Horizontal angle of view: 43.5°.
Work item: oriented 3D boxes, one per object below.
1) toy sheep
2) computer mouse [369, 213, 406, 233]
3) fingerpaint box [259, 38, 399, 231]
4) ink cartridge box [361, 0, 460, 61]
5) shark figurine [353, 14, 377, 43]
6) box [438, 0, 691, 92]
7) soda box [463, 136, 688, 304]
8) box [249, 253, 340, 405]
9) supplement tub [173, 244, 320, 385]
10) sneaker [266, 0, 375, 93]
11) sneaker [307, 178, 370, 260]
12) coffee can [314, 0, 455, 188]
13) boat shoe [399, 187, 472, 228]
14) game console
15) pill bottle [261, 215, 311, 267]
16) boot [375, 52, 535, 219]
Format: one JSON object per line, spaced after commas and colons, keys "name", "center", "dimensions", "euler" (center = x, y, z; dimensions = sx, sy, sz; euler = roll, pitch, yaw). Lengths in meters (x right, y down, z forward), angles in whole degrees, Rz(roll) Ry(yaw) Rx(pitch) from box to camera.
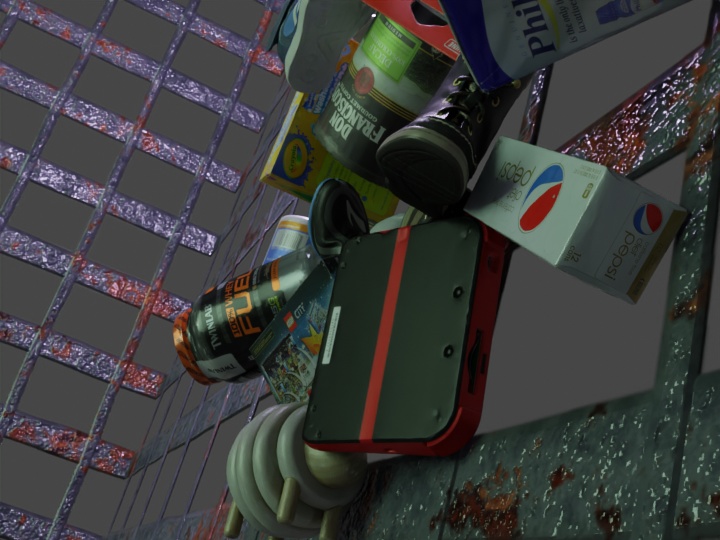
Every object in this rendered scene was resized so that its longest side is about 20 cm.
{"name": "toy sheep", "center": [-0.066, 0.191, 0.850], "dimensions": [0.200, 0.138, 0.138], "euler": [-25, 41, 43]}
{"name": "computer mouse", "center": [0.039, -0.029, 0.987], "dimensions": [0.110, 0.044, 0.200], "euler": [-71, 15, -13]}
{"name": "fingerpaint box", "center": [-0.011, -0.173, 1.144], "dimensions": [0.200, 0.167, 0.073], "euler": [-69, 15, -9]}
{"name": "ink cartridge box", "center": [0.104, -0.295, 0.855], "dimensions": [0.174, 0.044, 0.200], "euler": [-40, 50, -6]}
{"name": "shark figurine", "center": [0.084, -0.330, 1.169], "dimensions": [0.214, 0.128, 0.090], "euler": [-23, -6, 0]}
{"name": "box", "center": [0.148, -0.241, 0.642], "dimensions": [0.200, 0.105, 0.184], "euler": [-22, 30, 13]}
{"name": "soda box", "center": [0.138, -0.042, 0.625], "dimensions": [0.068, 0.064, 0.200], "euler": [-63, 14, 8]}
{"name": "box", "center": [-0.034, 0.090, 0.912], "dimensions": [0.137, 0.038, 0.200], "euler": [61, 141, 16]}
{"name": "supplement tub", "center": [-0.114, 0.059, 1.076], "dimensions": [0.200, 0.123, 0.123], "euler": [-24, 30, 16]}
{"name": "sneaker", "center": [-0.041, -0.317, 1.030], "dimensions": [0.200, 0.080, 0.147], "euler": [-57, 31, 39]}
{"name": "sneaker", "center": [0.000, 0.000, 0.933], "dimensions": [0.083, 0.071, 0.200], "euler": [-14, 87, 58]}
{"name": "coffee can", "center": [0.058, -0.208, 0.997], "dimensions": [0.200, 0.146, 0.146], "euler": [-58, 17, 27]}
{"name": "boat shoe", "center": [0.058, 0.003, 0.814], "dimensions": [0.073, 0.074, 0.200], "euler": [-42, 29, 57]}
{"name": "game console", "center": [0.034, 0.053, 0.752], "dimensions": [0.177, 0.031, 0.200], "euler": [-11, 60, 45]}
{"name": "pill bottle", "center": [-0.090, 0.037, 1.202], "dimensions": [0.200, 0.112, 0.112], "euler": [-70, 15, -11]}
{"name": "boot", "center": [0.082, -0.125, 0.711], "dimensions": [0.151, 0.073, 0.200], "euler": [-58, -7, -5]}
